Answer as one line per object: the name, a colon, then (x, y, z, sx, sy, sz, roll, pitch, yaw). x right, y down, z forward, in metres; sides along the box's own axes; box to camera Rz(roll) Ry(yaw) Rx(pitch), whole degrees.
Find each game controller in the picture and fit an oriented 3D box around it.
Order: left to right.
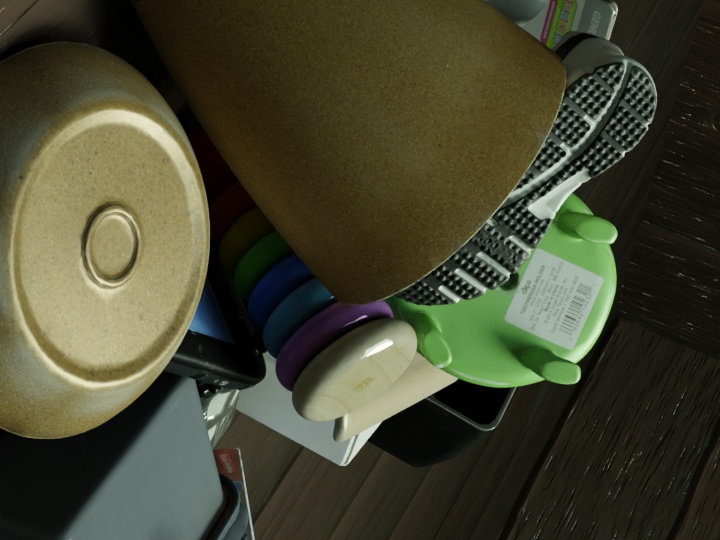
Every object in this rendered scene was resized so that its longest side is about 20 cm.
game controller: (-0.114, 0.012, 1.089, 0.200, 0.042, 0.105, 27, 46, -66)

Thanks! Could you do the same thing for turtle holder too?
turtle holder: (0.063, 0.002, 1.196, 0.132, 0.185, 0.141, -145, -131, -76)

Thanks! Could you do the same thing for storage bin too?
storage bin: (-0.155, 0.147, 1.120, 0.200, 0.145, 0.135, -55, 151, -43)

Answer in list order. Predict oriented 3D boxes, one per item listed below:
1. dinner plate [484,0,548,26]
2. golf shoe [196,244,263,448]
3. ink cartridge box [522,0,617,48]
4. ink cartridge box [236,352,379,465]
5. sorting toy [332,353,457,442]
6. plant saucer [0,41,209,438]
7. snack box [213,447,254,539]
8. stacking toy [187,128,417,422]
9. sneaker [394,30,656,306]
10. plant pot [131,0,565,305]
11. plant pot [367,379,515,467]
dinner plate: (0.016, -0.193, 1.073, 0.200, 0.200, 0.024, 88, 24, -60)
golf shoe: (-0.112, 0.066, 1.288, 0.200, 0.078, 0.094, -63, 178, 7)
ink cartridge box: (0.089, -0.158, 1.215, 0.084, 0.175, 0.200, -47, 161, -35)
ink cartridge box: (-0.025, 0.037, 1.396, 0.200, 0.146, 0.084, -46, 159, -55)
sorting toy: (0.000, 0.000, 1.277, 0.185, 0.036, 0.201, -21, 98, -59)
plant saucer: (-0.136, -0.013, 0.940, 0.200, 0.035, 0.201, -11, 103, -52)
snack box: (-0.080, 0.195, 1.241, 0.200, 0.024, 0.072, -109, -166, -67)
stacking toy: (-0.053, -0.008, 1.147, 0.085, 0.200, 0.085, -31, 159, -13)
sneaker: (0.085, -0.059, 1.097, 0.200, 0.074, 0.080, -41, -150, 13)
plant pot: (-0.022, -0.116, 1.031, 0.186, 0.200, 0.187, -41, -158, 20)
plant pot: (0.044, 0.055, 1.625, 0.200, 0.200, 0.178, -59, 175, -32)
